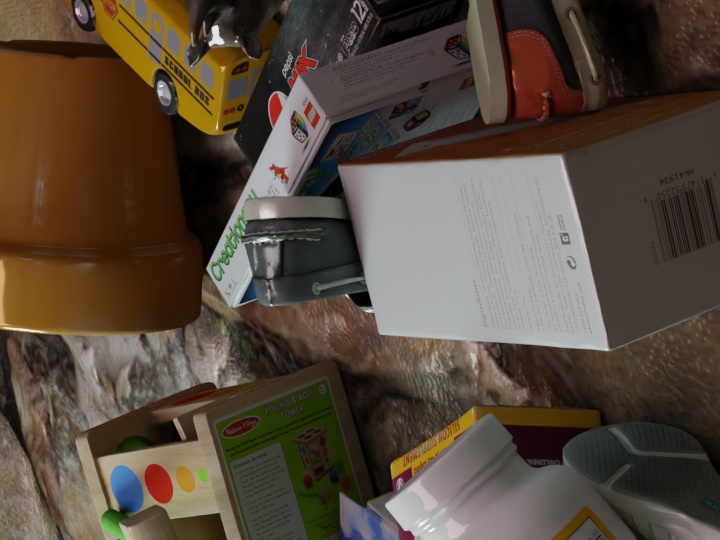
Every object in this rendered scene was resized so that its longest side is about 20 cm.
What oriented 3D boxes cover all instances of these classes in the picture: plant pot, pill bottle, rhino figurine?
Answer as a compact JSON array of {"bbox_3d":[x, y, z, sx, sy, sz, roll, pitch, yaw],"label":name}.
[{"bbox_3d":[-0.205,-0.064,1.558,0.200,0.200,0.184,17,106,54],"label":"plant pot"},{"bbox_3d":[0.104,0.172,1.135,0.200,0.104,0.104,50,148,3],"label":"pill bottle"},{"bbox_3d":[-0.068,-0.177,1.279,0.060,0.200,0.088,-1,123,13],"label":"rhino figurine"}]

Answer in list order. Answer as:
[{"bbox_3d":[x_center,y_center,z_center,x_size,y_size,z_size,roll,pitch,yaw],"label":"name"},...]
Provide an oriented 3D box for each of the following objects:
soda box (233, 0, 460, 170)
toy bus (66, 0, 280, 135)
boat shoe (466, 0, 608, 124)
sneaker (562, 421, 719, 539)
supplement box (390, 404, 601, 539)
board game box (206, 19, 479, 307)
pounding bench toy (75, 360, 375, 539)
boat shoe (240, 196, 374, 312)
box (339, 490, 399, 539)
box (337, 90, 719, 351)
[{"bbox_3d":[-0.010,-0.119,1.311,0.071,0.063,0.200,58,147,21],"label":"soda box"},{"bbox_3d":[-0.121,-0.164,1.461,0.200,0.065,0.078,45,141,36],"label":"toy bus"},{"bbox_3d":[0.080,-0.171,1.129,0.071,0.062,0.201,94,169,-75],"label":"boat shoe"},{"bbox_3d":[0.176,0.143,1.160,0.200,0.070,0.080,31,135,46],"label":"sneaker"},{"bbox_3d":[0.087,0.187,1.247,0.110,0.085,0.201,139,130,-56],"label":"supplement box"},{"bbox_3d":[-0.005,-0.059,1.275,0.035,0.126,0.200,58,147,19],"label":"board game box"},{"bbox_3d":[-0.118,0.154,1.480,0.156,0.200,0.125,-12,96,44],"label":"pounding bench toy"},{"bbox_3d":[0.000,0.000,1.241,0.073,0.200,0.062,-4,81,31],"label":"boat shoe"},{"bbox_3d":[0.064,0.224,1.409,0.200,0.048,0.122,33,133,45],"label":"box"},{"bbox_3d":[0.099,-0.027,1.128,0.200,0.124,0.098,1,108,58],"label":"box"}]
